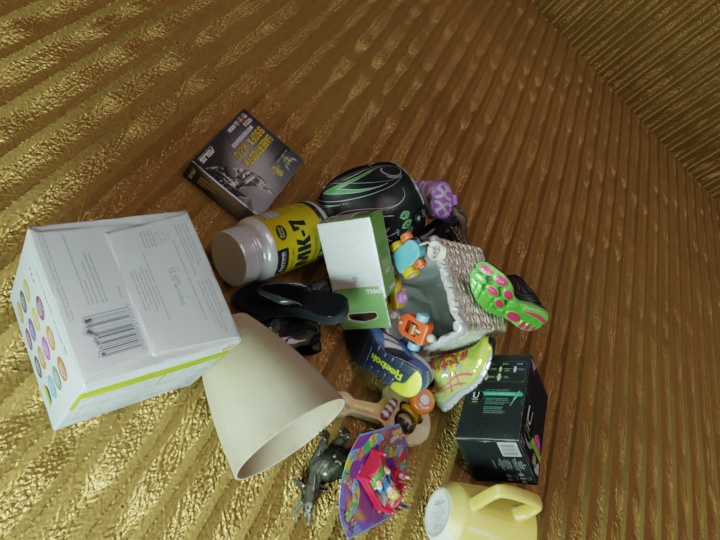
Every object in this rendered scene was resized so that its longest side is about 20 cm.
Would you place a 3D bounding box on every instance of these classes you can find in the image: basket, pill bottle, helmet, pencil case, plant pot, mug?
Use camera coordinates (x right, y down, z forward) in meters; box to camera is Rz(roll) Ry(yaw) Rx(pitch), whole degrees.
[{"bbox_3d":[0.154,0.067,1.164,0.160,0.198,0.201,6,60,-39],"label":"basket"},{"bbox_3d":[-0.154,-0.048,1.042,0.200,0.114,0.115,-25,81,-45],"label":"pill bottle"},{"bbox_3d":[0.010,-0.106,1.148,0.190,0.200,0.201,-27,82,-16],"label":"helmet"},{"bbox_3d":[0.105,-0.152,1.260,0.085,0.199,0.084,-19,111,-47],"label":"pencil case"},{"bbox_3d":[-0.156,0.170,0.880,0.187,0.188,0.200,-18,62,-44],"label":"plant pot"},{"bbox_3d":[0.203,0.420,1.013,0.153,0.187,0.149,23,7,-15],"label":"mug"}]

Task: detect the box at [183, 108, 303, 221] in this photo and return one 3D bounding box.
[{"bbox_3d":[-0.217,-0.198,1.129,0.158,0.048,0.200,40,46,-12],"label":"box"}]

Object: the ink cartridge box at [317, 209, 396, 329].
[{"bbox_3d":[0.000,0.000,1.047,0.059,0.103,0.201,-39,120,-61],"label":"ink cartridge box"}]

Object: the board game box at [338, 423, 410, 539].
[{"bbox_3d":[0.040,0.335,0.942,0.200,0.039,0.159,8,87,-56],"label":"board game box"}]

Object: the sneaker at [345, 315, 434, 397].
[{"bbox_3d":[0.052,0.154,1.079,0.200,0.074,0.082,40,27,32],"label":"sneaker"}]

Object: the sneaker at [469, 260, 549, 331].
[{"bbox_3d":[0.270,0.042,1.107,0.200,0.077,0.084,37,26,-29],"label":"sneaker"}]

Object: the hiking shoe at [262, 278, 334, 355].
[{"bbox_3d":[-0.100,0.097,1.036,0.101,0.076,0.200,53,53,-11],"label":"hiking shoe"}]

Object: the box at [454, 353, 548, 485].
[{"bbox_3d":[0.280,0.284,1.147,0.149,0.124,0.200,62,36,-33],"label":"box"}]

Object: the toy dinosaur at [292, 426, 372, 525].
[{"bbox_3d":[-0.039,0.304,0.944,0.077,0.103,0.200,39,30,21],"label":"toy dinosaur"}]

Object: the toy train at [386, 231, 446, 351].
[{"bbox_3d":[0.102,0.034,1.065,0.055,0.150,0.201,-2,109,-48],"label":"toy train"}]

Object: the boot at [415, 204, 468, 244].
[{"bbox_3d":[0.166,-0.045,1.311,0.150,0.200,0.073,-32,57,-13],"label":"boot"}]

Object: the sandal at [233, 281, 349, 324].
[{"bbox_3d":[-0.115,0.043,0.976,0.199,0.043,0.076,4,41,15],"label":"sandal"}]

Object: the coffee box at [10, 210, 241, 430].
[{"bbox_3d":[-0.316,0.063,0.780,0.199,0.198,0.200,-14,73,-42],"label":"coffee box"}]

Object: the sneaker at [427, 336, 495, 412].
[{"bbox_3d":[0.178,0.187,1.116,0.090,0.200,0.078,35,33,0],"label":"sneaker"}]

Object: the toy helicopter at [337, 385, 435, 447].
[{"bbox_3d":[0.033,0.264,1.047,0.199,0.079,0.133,18,62,-17],"label":"toy helicopter"}]
